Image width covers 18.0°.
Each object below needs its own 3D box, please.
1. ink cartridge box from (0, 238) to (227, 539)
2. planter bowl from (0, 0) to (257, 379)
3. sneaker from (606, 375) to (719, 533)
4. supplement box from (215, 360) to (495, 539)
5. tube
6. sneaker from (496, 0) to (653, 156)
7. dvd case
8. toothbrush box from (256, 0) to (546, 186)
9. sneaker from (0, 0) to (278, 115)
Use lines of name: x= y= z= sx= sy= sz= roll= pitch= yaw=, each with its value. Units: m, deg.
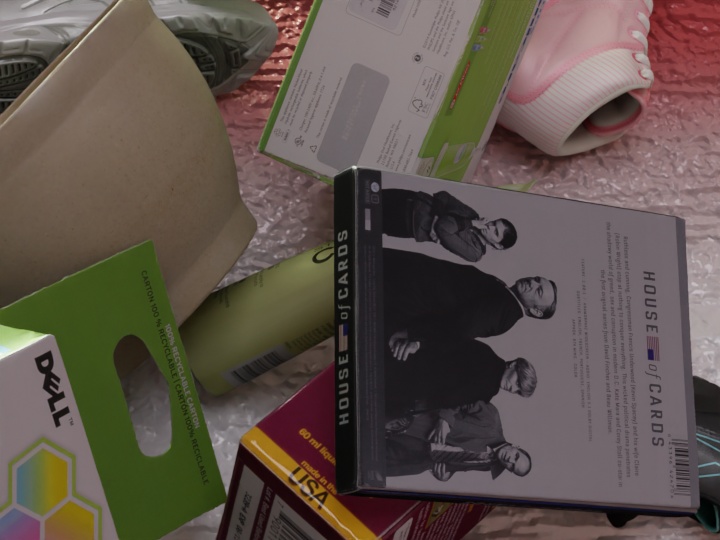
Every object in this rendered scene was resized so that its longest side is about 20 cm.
ink cartridge box: x=-0.136 y=0.089 z=1.017 sx=0.199 sy=0.149 sz=0.075 roll=-28 pitch=21 yaw=-33
planter bowl: x=-0.137 y=-0.027 z=1.151 sx=0.135 sy=0.200 sz=0.201 roll=44 pitch=52 yaw=-10
sneaker: x=0.215 y=0.103 z=1.197 sx=0.198 sy=0.075 sz=0.080 roll=4 pitch=69 yaw=-5
supplement box: x=0.028 y=0.084 z=1.133 sx=0.086 sy=0.111 sz=0.200 roll=40 pitch=55 yaw=17
tube: x=0.000 y=0.000 z=1.167 sx=0.199 sy=0.052 sz=0.058 roll=-26 pitch=45 yaw=13
sneaker: x=0.151 y=-0.138 z=1.360 sx=0.105 sy=0.076 sz=0.200 roll=41 pitch=59 yaw=18
dvd case: x=0.076 y=0.037 z=1.080 sx=0.199 sy=0.025 sz=0.152 roll=8 pitch=75 yaw=-32
toothbrush box: x=0.031 y=-0.118 z=1.211 sx=0.086 sy=0.147 sz=0.200 roll=24 pitch=11 yaw=11
sneaker: x=-0.147 y=-0.147 z=1.302 sx=0.198 sy=0.078 sz=0.100 roll=-4 pitch=50 yaw=-16
